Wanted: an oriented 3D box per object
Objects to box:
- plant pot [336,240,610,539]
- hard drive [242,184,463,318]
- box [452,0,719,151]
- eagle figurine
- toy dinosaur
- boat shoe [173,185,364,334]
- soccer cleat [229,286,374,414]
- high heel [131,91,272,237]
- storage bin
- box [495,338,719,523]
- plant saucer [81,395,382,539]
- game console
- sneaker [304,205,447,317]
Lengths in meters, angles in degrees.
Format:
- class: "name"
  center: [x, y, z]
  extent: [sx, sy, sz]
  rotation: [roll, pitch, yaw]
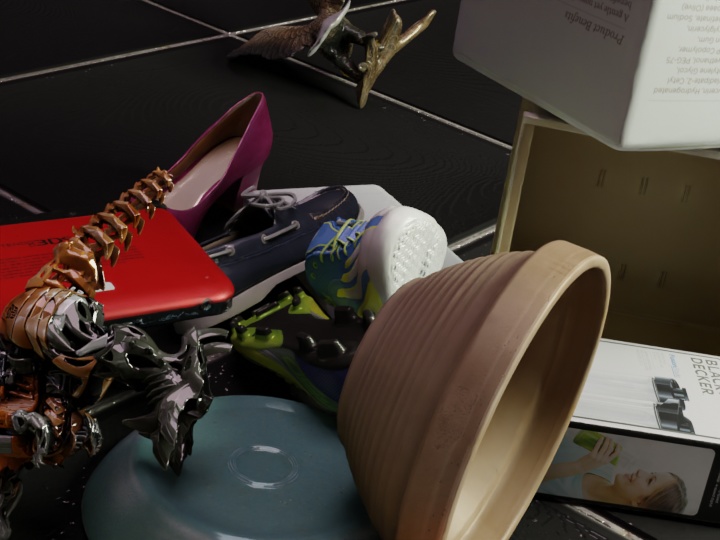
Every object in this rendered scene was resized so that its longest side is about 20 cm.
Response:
- class: "plant pot"
  center: [0.050, 0.069, 0.733]
  extent: [0.092, 0.202, 0.201]
  rotation: [24, 29, 20]
- class: "hard drive"
  center: [0.003, -0.015, 1.095]
  extent: [0.131, 0.026, 0.200]
  rotation: [-5, 29, -27]
- class: "box"
  center: [0.200, -0.190, 0.898]
  extent: [0.199, 0.173, 0.199]
  rotation: [-3, 26, -29]
- class: "eagle figurine"
  center: [-0.046, -0.260, 1.473]
  extent: [0.151, 0.152, 0.200]
  rotation: [-28, 55, -37]
- class: "toy dinosaur"
  center: [-0.144, 0.046, 0.704]
  extent: [0.135, 0.201, 0.102]
  rotation: [23, 11, 2]
- class: "boat shoe"
  center: [-0.073, -0.024, 1.001]
  extent: [0.075, 0.062, 0.200]
  rotation: [-4, 23, 48]
- class: "soccer cleat"
  center: [-0.028, 0.062, 0.882]
  extent: [0.064, 0.084, 0.200]
  rotation: [-32, 18, -20]
- class: "high heel"
  center: [-0.136, -0.079, 1.095]
  extent: [0.067, 0.097, 0.200]
  rotation: [24, 29, 28]
- class: "storage bin"
  center: [0.192, -0.013, 0.955]
  extent: [0.198, 0.200, 0.094]
  rotation: [10, 27, 2]
- class: "box"
  center: [0.143, 0.093, 0.882]
  extent: [0.198, 0.061, 0.117]
  rotation: [10, 26, 0]
- class: "plant saucer"
  center: [-0.057, 0.124, 0.781]
  extent: [0.198, 0.036, 0.200]
  rotation: [7, 26, -4]
- class: "game console"
  center: [-0.203, 0.030, 0.839]
  extent: [0.199, 0.119, 0.172]
  rotation: [-9, 36, -33]
- class: "sneaker"
  center: [0.000, 0.000, 0.898]
  extent: [0.105, 0.200, 0.076]
  rotation: [27, 73, 17]
